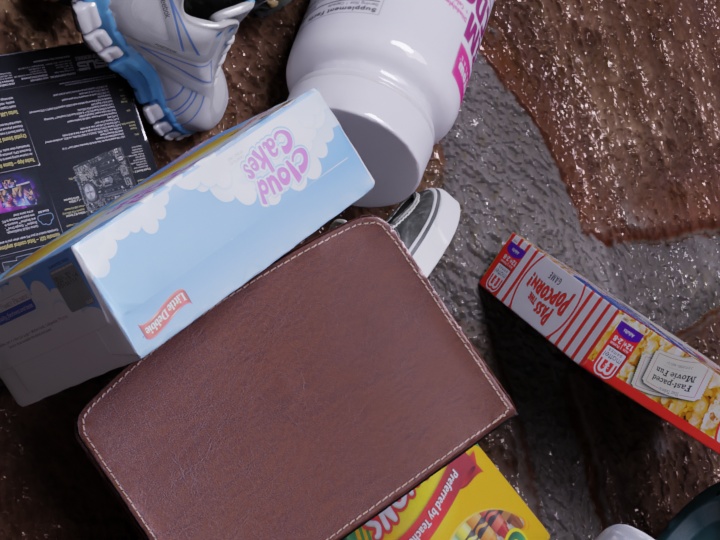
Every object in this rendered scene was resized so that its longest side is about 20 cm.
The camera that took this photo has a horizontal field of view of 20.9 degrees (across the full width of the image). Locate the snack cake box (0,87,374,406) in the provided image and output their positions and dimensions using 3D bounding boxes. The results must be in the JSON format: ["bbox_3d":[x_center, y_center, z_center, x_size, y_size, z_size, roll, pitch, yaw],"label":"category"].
[{"bbox_3d":[-0.100,-0.015,1.031,0.200,0.115,0.067,-38,100,-43],"label":"snack cake box"}]

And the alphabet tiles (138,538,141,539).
[{"bbox_3d":[-0.038,0.188,1.150,0.200,0.008,0.167,49,49,-17],"label":"alphabet tiles"}]

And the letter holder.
[{"bbox_3d":[-0.044,0.077,1.057,0.200,0.101,0.142,-35,91,-11],"label":"letter holder"}]

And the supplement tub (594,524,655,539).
[{"bbox_3d":[0.135,0.261,1.159,0.123,0.122,0.200,45,78,-20],"label":"supplement tub"}]

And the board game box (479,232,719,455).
[{"bbox_3d":[0.193,0.061,1.306,0.200,0.151,0.046,31,96,-29],"label":"board game box"}]

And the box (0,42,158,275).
[{"bbox_3d":[-0.197,-0.034,1.062,0.200,0.043,0.161,-17,87,-44],"label":"box"}]

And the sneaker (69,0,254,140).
[{"bbox_3d":[-0.096,-0.133,1.108,0.200,0.086,0.075,50,27,-70],"label":"sneaker"}]

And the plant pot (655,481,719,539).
[{"bbox_3d":[0.287,0.243,1.304,0.188,0.200,0.200,36,53,-8],"label":"plant pot"}]

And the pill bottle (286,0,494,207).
[{"bbox_3d":[0.019,-0.146,1.243,0.113,0.113,0.200,37,53,-26],"label":"pill bottle"}]

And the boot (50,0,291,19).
[{"bbox_3d":[-0.100,-0.188,1.186,0.138,0.077,0.200,52,49,-21],"label":"boot"}]

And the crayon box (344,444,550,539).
[{"bbox_3d":[0.036,0.160,1.186,0.200,0.051,0.127,51,49,-16],"label":"crayon box"}]

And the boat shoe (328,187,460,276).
[{"bbox_3d":[0.000,0.000,1.205,0.064,0.071,0.200,43,44,-8],"label":"boat shoe"}]
